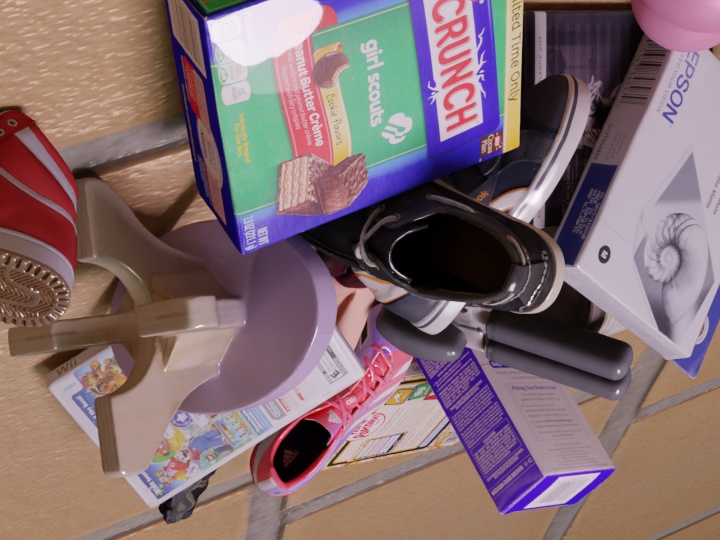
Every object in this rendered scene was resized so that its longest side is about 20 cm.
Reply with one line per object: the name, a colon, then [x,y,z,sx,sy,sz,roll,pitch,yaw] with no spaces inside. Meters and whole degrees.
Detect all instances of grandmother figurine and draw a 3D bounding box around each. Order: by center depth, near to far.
grandmother figurine: [0.000,0.000,1.152,0.120,0.061,0.201,-22,156,-35]

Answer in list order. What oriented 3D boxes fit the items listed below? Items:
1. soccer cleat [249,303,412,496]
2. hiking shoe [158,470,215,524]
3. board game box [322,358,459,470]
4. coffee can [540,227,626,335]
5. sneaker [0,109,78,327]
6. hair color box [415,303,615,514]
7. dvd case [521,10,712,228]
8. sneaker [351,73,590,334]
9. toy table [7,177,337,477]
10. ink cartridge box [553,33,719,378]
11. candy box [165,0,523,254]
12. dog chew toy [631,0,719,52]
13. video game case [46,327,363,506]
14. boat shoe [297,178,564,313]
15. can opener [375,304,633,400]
soccer cleat: [-0.015,0.107,1.238,0.200,0.067,0.076,-47,-171,-12]
hiking shoe: [-0.123,0.143,1.249,0.099,0.076,0.201,-11,147,-26]
board game box: [0.047,0.119,1.408,0.198,0.047,0.152,-4,144,-40]
coffee can: [0.225,-0.031,1.220,0.198,0.147,0.147,-16,150,-24]
sneaker: [-0.248,-0.051,0.828,0.198,0.113,0.071,25,130,-22]
hair color box: [0.123,0.107,1.293,0.109,0.202,0.065,4,140,-47]
dvd case: [0.186,-0.112,1.085,0.198,0.016,0.151,-8,102,-37]
sneaker: [0.070,-0.054,0.988,0.079,0.079,0.201,29,106,-19]
toy table: [-0.127,0.032,0.967,0.199,0.186,0.116,-25,167,38]
ink cartridge box: [0.243,-0.044,1.102,0.199,0.040,0.202,33,76,-36]
candy box: [-0.004,-0.123,0.879,0.198,0.077,0.171,-23,136,-18]
dog chew toy: [0.226,-0.211,0.958,0.123,0.126,0.201,-22,160,-14]
video game case: [-0.114,0.078,1.124,0.199,0.018,0.144,-32,123,3]
boat shoe: [0.027,-0.024,0.927,0.067,0.198,0.073,-9,115,-57]
can opener: [0.111,0.060,1.154,0.053,0.197,0.067,82,28,-52]
